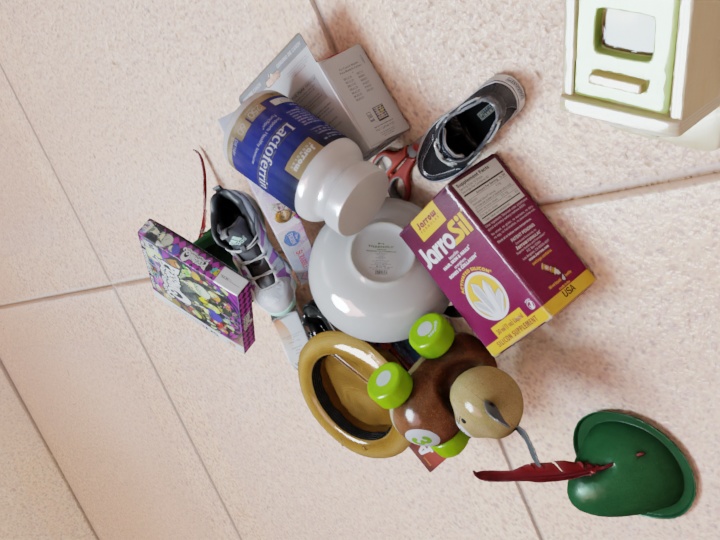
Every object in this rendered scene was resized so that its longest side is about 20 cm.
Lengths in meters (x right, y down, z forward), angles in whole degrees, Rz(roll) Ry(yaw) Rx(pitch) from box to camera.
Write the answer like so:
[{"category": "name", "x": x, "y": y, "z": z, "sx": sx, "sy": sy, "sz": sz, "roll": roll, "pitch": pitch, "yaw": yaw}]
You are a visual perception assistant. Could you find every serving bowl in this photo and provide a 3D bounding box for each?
[{"category": "serving bowl", "x": 0.029, "y": -0.011, "z": 1.235, "sx": 0.200, "sy": 0.200, "sz": 0.066, "roll": 45, "pitch": 166, "yaw": 15}]

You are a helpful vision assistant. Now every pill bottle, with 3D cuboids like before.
[{"category": "pill bottle", "x": -0.068, "y": -0.133, "z": 1.194, "sx": 0.200, "sy": 0.116, "sz": 0.116, "roll": 35, "pitch": 139, "yaw": 24}]

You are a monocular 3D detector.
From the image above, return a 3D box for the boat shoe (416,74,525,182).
[{"category": "boat shoe", "x": 0.118, "y": -0.157, "z": 1.141, "sx": 0.072, "sy": 0.068, "sz": 0.200, "roll": 49, "pitch": 143, "yaw": -3}]

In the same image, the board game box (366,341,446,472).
[{"category": "board game box", "x": 0.066, "y": 0.183, "z": 1.353, "sx": 0.200, "sy": 0.019, "sz": 0.103, "roll": 50, "pitch": 132, "yaw": 12}]

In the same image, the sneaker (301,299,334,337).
[{"category": "sneaker", "x": -0.011, "y": 0.118, "z": 1.460, "sx": 0.200, "sy": 0.111, "sz": 0.077, "roll": 54, "pitch": 143, "yaw": 4}]

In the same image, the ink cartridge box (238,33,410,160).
[{"category": "ink cartridge box", "x": -0.056, "y": -0.213, "z": 1.287, "sx": 0.200, "sy": 0.084, "sz": 0.176, "roll": -28, "pitch": 93, "yaw": 53}]

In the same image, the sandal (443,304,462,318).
[{"category": "sandal", "x": 0.133, "y": 0.034, "z": 1.279, "sx": 0.201, "sy": 0.057, "sz": 0.080, "roll": 35, "pitch": 138, "yaw": 27}]

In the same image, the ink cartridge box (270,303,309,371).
[{"category": "ink cartridge box", "x": -0.096, "y": 0.139, "z": 1.561, "sx": 0.162, "sy": 0.050, "sz": 0.201, "roll": -120, "pitch": 12, "yaw": -74}]

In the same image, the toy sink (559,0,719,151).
[{"category": "toy sink", "x": 0.271, "y": -0.199, "z": 0.901, "sx": 0.130, "sy": 0.112, "sz": 0.201, "roll": 24, "pitch": 133, "yaw": 37}]

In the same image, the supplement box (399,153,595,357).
[{"category": "supplement box", "x": 0.165, "y": -0.017, "z": 1.166, "sx": 0.200, "sy": 0.103, "sz": 0.131, "roll": 52, "pitch": 144, "yaw": 7}]

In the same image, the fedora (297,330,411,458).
[{"category": "fedora", "x": 0.007, "y": 0.161, "z": 1.325, "sx": 0.200, "sy": 0.082, "sz": 0.202, "roll": 16, "pitch": 121, "yaw": 28}]

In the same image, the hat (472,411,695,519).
[{"category": "hat", "x": 0.288, "y": 0.289, "z": 1.190, "sx": 0.199, "sy": 0.176, "sz": 0.167, "roll": 4, "pitch": 120, "yaw": 47}]

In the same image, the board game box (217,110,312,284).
[{"category": "board game box", "x": -0.127, "y": -0.102, "z": 1.373, "sx": 0.201, "sy": 0.041, "sz": 0.200, "roll": 61, "pitch": 176, "yaw": 21}]

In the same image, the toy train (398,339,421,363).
[{"category": "toy train", "x": 0.089, "y": 0.123, "z": 1.379, "sx": 0.114, "sy": 0.087, "sz": 0.201, "roll": -37, "pitch": 83, "yaw": 45}]

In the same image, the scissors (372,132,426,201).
[{"category": "scissors", "x": 0.064, "y": -0.161, "z": 1.248, "sx": 0.073, "sy": 0.014, "sz": 0.200, "roll": 47, "pitch": 143, "yaw": 13}]

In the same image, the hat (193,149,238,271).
[{"category": "hat", "x": -0.244, "y": -0.053, "z": 1.614, "sx": 0.200, "sy": 0.165, "sz": 0.176, "roll": -54, "pitch": 38, "yaw": 20}]

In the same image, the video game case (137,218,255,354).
[{"category": "video game case", "x": -0.240, "y": 0.027, "z": 1.417, "sx": 0.181, "sy": 0.036, "sz": 0.200, "roll": 31, "pitch": 153, "yaw": 12}]

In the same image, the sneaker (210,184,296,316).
[{"category": "sneaker", "x": -0.163, "y": -0.029, "z": 1.341, "sx": 0.201, "sy": 0.077, "sz": 0.140, "roll": 61, "pitch": -174, "yaw": 10}]

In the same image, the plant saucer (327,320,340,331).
[{"category": "plant saucer", "x": 0.000, "y": 0.000, "z": 1.366, "sx": 0.200, "sy": 0.032, "sz": 0.202, "roll": -7, "pitch": 82, "yaw": 58}]

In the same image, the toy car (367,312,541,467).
[{"category": "toy car", "x": 0.137, "y": 0.173, "z": 1.162, "sx": 0.164, "sy": 0.158, "sz": 0.200, "roll": 43, "pitch": 175, "yaw": -35}]
